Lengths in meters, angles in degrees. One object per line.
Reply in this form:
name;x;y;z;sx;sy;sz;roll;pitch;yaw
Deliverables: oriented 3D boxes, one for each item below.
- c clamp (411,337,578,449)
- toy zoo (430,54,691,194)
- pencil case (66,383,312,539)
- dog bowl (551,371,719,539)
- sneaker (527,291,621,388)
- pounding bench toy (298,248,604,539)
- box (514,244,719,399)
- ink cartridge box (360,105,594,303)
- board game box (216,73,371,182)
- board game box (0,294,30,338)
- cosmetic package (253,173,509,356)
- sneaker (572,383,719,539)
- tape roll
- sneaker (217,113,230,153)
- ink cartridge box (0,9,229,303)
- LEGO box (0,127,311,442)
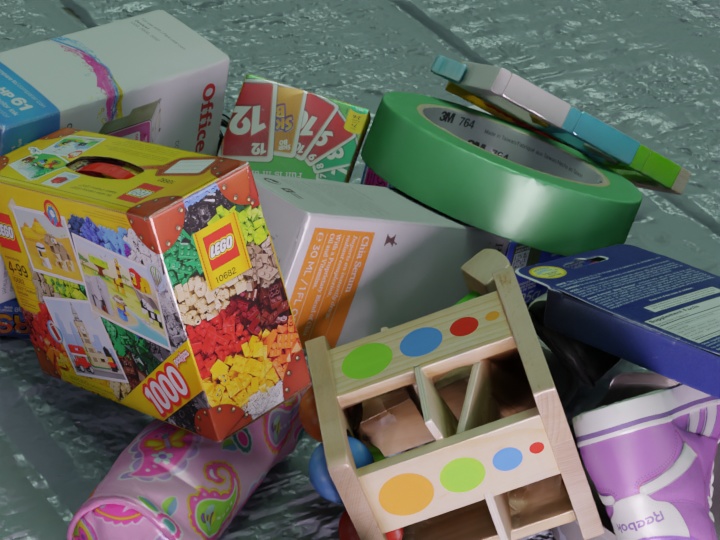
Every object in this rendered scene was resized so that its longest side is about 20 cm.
c clamp;0.059;0.078;1.281;0.171;0.027;0.200;28;36;21
toy zoo;0.143;-0.115;1.386;0.200;0.021;0.131;27;0;-13
pencil case;-0.100;0.124;1.113;0.087;0.088;0.200;21;35;12
dog bowl;0.212;0.151;1.198;0.199;0.059;0.200;9;33;-6
sneaker;0.173;0.025;1.271;0.074;0.088;0.200;49;15;6
pounding bench toy;0.043;0.083;1.143;0.156;0.124;0.200;-19;35;4
box;0.206;0.032;1.158;0.121;0.032;0.200;-13;27;-41
ink cartridge box;0.113;-0.044;1.436;0.136;0.076;0.200;-18;43;-37
board game box;-0.068;-0.034;1.292;0.095;0.200;0.030;17;-11;7
board game box;-0.227;-0.022;1.322;0.135;0.035;0.200;7;34;-8
cosmetic package;0.000;0.000;1.214;0.200;0.102;0.071;2;22;-46
sneaker;0.191;0.130;1.122;0.200;0.073;0.115;-8;77;-61
tape roll;0.101;-0.069;1.302;0.200;0.048;0.200;21;14;-5
sneaker;-0.031;-0.055;1.368;0.200;0.114;0.076;15;34;4
ink cartridge box;-0.194;-0.082;1.257;0.085;0.145;0.200;34;40;30
LEGO box;-0.134;0.003;1.106;0.077;0.149;0.200;-31;28;-32
